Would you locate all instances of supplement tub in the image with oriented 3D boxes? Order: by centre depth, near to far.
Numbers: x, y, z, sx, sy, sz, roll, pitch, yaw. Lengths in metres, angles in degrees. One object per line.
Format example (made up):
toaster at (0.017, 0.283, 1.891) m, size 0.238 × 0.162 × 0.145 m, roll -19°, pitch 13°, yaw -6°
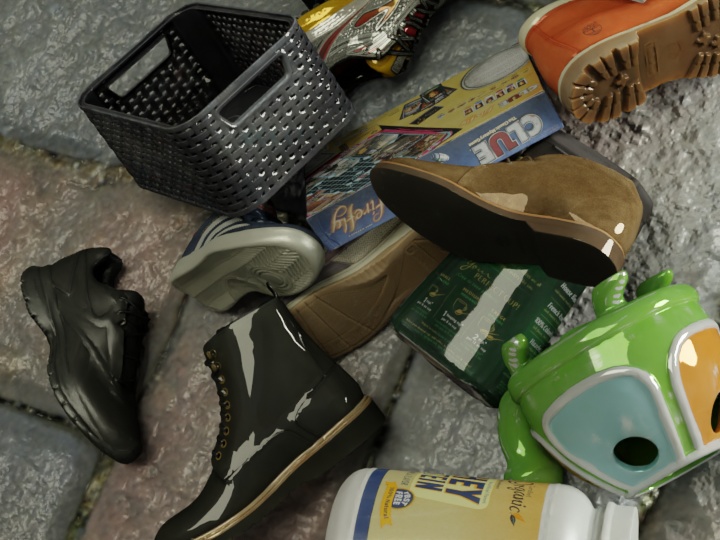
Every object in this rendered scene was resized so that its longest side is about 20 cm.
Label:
supplement tub at (0.083, 0.211, 1.213) m, size 0.200 × 0.144 × 0.144 m, roll 3°, pitch 71°, yaw 12°

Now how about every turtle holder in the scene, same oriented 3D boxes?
turtle holder at (0.169, 0.092, 1.238) m, size 0.185 × 0.141 × 0.132 m, roll -30°, pitch 77°, yaw 6°

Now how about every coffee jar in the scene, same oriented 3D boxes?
coffee jar at (0.121, -0.004, 1.327) m, size 0.104 × 0.085 × 0.200 m, roll 38°, pitch 88°, yaw 31°

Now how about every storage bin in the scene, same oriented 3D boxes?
storage bin at (-0.117, -0.130, 1.425) m, size 0.135 × 0.094 × 0.200 m, roll -45°, pitch 30°, yaw -17°

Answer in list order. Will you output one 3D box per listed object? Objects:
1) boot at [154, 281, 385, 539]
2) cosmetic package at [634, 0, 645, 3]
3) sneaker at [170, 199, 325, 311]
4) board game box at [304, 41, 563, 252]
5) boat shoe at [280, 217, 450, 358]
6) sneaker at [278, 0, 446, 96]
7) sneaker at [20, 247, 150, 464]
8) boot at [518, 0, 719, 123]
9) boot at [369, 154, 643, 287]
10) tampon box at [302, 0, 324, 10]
boot at (-0.101, 0.118, 1.351) m, size 0.200 × 0.077 × 0.138 m, roll -37°, pitch 93°, yaw -7°
cosmetic package at (0.223, -0.298, 1.353) m, size 0.103 × 0.087 × 0.200 m, roll 26°, pitch 53°, yaw 30°
sneaker at (-0.081, -0.027, 1.395) m, size 0.200 × 0.075 × 0.085 m, roll -12°, pitch 48°, yaw 57°
board game box at (0.051, -0.097, 1.378) m, size 0.200 × 0.035 × 0.136 m, roll -27°, pitch 22°, yaw 10°
boat shoe at (0.000, 0.000, 1.394) m, size 0.200 × 0.072 × 0.065 m, roll -39°, pitch 40°, yaw 11°
sneaker at (0.029, -0.199, 1.462) m, size 0.200 × 0.078 × 0.082 m, roll -35°, pitch 63°, yaw 18°
sneaker at (-0.209, 0.062, 1.460) m, size 0.091 × 0.076 × 0.200 m, roll -27°, pitch 63°, yaw 4°
boot at (0.217, -0.188, 1.347) m, size 0.200 × 0.075 × 0.107 m, roll -21°, pitch 40°, yaw -16°
boot at (0.104, -0.050, 1.275) m, size 0.200 × 0.074 × 0.075 m, roll 18°, pitch 60°, yaw 23°
tampon box at (-0.016, -0.322, 1.451) m, size 0.150 × 0.200 × 0.126 m, roll -19°, pitch 63°, yaw 16°
